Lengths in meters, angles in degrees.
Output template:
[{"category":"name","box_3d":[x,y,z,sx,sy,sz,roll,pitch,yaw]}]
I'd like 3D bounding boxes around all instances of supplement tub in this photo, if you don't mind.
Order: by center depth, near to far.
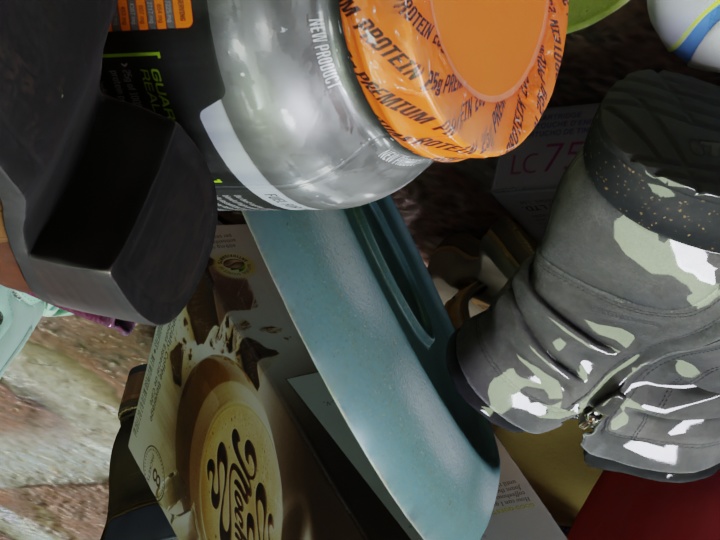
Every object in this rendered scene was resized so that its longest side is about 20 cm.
[{"category":"supplement tub","box_3d":[-0.052,-0.077,0.683,0.199,0.123,0.123,1,153,30]}]

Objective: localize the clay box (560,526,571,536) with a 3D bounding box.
[{"category":"clay box","box_3d":[0.025,0.170,1.150,0.114,0.048,0.200,1,-164,25]}]

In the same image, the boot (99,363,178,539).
[{"category":"boot","box_3d":[-0.034,0.096,1.105,0.199,0.097,0.075,-3,150,39]}]

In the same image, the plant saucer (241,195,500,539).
[{"category":"plant saucer","box_3d":[0.000,0.000,0.823,0.027,0.201,0.200,-25,146,7]}]

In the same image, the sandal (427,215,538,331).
[{"category":"sandal","box_3d":[0.056,0.024,0.926,0.080,0.054,0.200,40,174,-9]}]

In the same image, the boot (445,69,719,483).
[{"category":"boot","box_3d":[0.138,0.020,0.794,0.199,0.070,0.132,22,133,-6]}]

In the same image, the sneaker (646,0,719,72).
[{"category":"sneaker","box_3d":[0.150,-0.066,0.689,0.076,0.106,0.199,29,152,-30]}]

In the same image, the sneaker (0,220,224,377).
[{"category":"sneaker","box_3d":[-0.127,0.017,1.013,0.200,0.119,0.074,27,152,-29]}]

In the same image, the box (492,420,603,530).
[{"category":"box","box_3d":[0.056,0.081,1.170,0.162,0.021,0.200,5,155,21]}]

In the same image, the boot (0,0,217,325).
[{"category":"boot","box_3d":[-0.145,-0.067,0.595,0.199,0.069,0.188,16,163,20]}]

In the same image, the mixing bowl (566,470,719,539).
[{"category":"mixing bowl","box_3d":[0.171,0.120,1.064,0.199,0.109,0.200,7,164,2]}]

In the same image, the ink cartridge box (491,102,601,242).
[{"category":"ink cartridge box","box_3d":[0.145,0.001,0.923,0.119,0.042,0.200,-3,148,32]}]

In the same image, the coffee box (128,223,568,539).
[{"category":"coffee box","box_3d":[-0.010,0.085,0.953,0.079,0.200,0.114,-4,128,-28]}]

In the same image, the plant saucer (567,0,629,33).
[{"category":"plant saucer","box_3d":[-0.004,-0.129,0.730,0.199,0.031,0.200,13,157,6]}]

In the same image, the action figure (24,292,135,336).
[{"category":"action figure","box_3d":[-0.154,-0.043,0.878,0.199,0.135,0.149,8,155,6]}]
